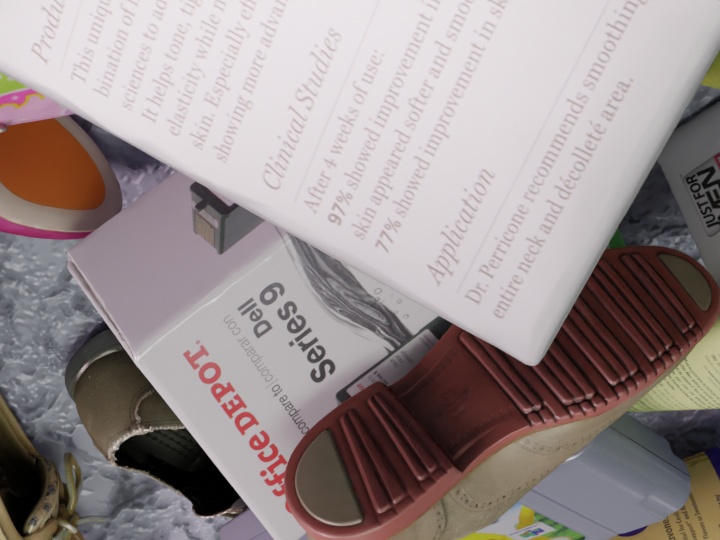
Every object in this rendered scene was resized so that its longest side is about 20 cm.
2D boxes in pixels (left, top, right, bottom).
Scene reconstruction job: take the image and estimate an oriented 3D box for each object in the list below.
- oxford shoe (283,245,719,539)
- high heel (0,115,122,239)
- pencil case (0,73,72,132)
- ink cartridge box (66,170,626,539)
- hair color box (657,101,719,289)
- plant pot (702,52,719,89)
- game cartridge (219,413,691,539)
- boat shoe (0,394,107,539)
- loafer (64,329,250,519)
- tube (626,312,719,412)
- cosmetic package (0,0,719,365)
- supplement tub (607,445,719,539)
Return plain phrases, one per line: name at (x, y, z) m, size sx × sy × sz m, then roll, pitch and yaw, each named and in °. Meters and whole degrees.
oxford shoe at (0.060, 0.058, 0.780) m, size 0.199 × 0.071 × 0.075 m, roll -28°, pitch 147°, yaw -9°
high heel at (-0.198, -0.047, 0.774) m, size 0.199 × 0.068 × 0.096 m, roll 17°, pitch 152°, yaw -39°
pencil case at (-0.100, -0.095, 0.706) m, size 0.198 × 0.088 × 0.088 m, roll -11°, pitch 134°, yaw -19°
ink cartridge box at (0.000, 0.000, 0.796) m, size 0.199 × 0.084 × 0.146 m, roll -37°, pitch 132°, yaw -5°
hair color box at (0.235, -0.061, 0.821) m, size 0.199 × 0.099 × 0.061 m, roll -33°, pitch 132°, yaw 17°
plant pot at (0.163, -0.139, 0.703) m, size 0.198 × 0.188 × 0.188 m, roll -2°, pitch 134°, yaw 10°
game cartridge at (0.041, 0.114, 0.883) m, size 0.199 × 0.041 × 0.133 m, roll -24°, pitch 147°, yaw 24°
boat shoe at (-0.173, 0.101, 0.892) m, size 0.062 × 0.074 × 0.200 m, roll -23°, pitch 131°, yaw 12°
loafer at (-0.057, 0.098, 0.918) m, size 0.199 × 0.070 × 0.075 m, roll 26°, pitch 122°, yaw -30°
tube at (0.122, 0.040, 0.851) m, size 0.199 × 0.052 × 0.058 m, roll -4°, pitch -171°, yaw 42°
cosmetic package at (0.021, -0.117, 0.578) m, size 0.199 × 0.167 × 0.168 m, roll 29°, pitch 129°, yaw 3°
supplement tub at (0.135, 0.185, 0.988) m, size 0.198 × 0.146 × 0.146 m, roll -18°, pitch 133°, yaw 3°
